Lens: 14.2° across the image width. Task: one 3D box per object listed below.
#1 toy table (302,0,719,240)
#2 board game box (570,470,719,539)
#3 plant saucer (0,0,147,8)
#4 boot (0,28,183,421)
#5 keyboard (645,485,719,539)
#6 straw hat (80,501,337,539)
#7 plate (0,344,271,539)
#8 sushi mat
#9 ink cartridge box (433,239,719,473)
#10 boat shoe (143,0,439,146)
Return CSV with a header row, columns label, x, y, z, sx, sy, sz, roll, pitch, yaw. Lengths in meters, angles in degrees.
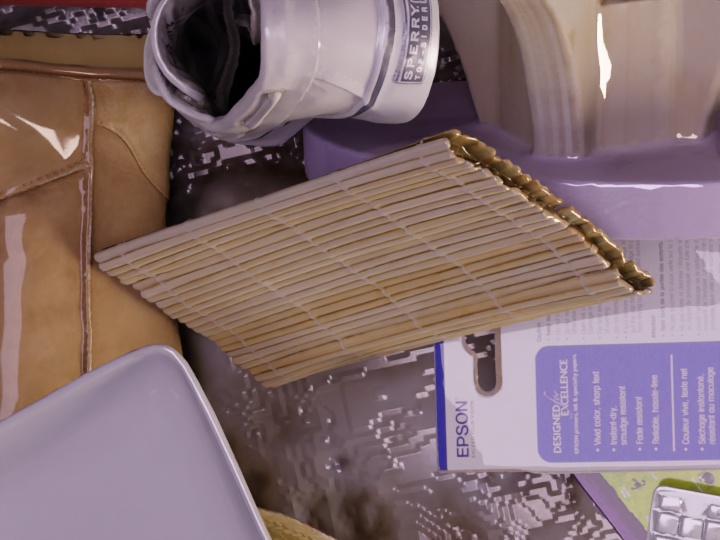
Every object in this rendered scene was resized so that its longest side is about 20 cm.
label,x,y,z,sx,sy,sz,roll,pitch,yaw
toy table,0.075,-0.084,0.960,0.199,0.184,0.118,2,109,11
board game box,0.174,0.102,1.016,0.120,0.032,0.200,-39,85,15
plant saucer,-0.105,-0.194,1.024,0.199,0.037,0.201,1,94,-8
boot,-0.132,0.015,1.024,0.174,0.066,0.201,-1,93,-29
keyboard,0.195,0.119,0.994,0.199,0.011,0.057,10,95,11
straw hat,-0.033,0.166,1.039,0.200,0.085,0.202,5,105,20
plate,-0.093,0.146,0.991,0.199,0.032,0.200,-26,94,24
sushi mat,0.000,0.000,0.966,0.096,0.200,0.012,36,60,-28
ink cartridge box,0.124,0.021,0.991,0.199,0.037,0.095,-2,88,13
boat shoe,-0.040,-0.074,0.948,0.065,0.200,0.072,1,97,-21
